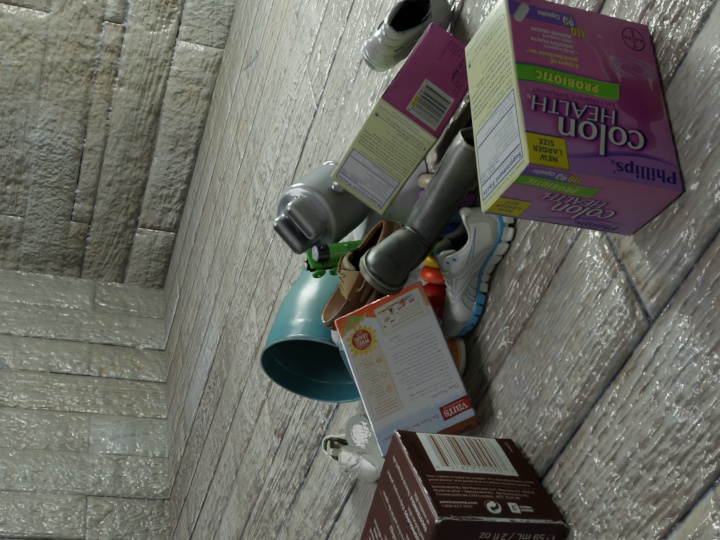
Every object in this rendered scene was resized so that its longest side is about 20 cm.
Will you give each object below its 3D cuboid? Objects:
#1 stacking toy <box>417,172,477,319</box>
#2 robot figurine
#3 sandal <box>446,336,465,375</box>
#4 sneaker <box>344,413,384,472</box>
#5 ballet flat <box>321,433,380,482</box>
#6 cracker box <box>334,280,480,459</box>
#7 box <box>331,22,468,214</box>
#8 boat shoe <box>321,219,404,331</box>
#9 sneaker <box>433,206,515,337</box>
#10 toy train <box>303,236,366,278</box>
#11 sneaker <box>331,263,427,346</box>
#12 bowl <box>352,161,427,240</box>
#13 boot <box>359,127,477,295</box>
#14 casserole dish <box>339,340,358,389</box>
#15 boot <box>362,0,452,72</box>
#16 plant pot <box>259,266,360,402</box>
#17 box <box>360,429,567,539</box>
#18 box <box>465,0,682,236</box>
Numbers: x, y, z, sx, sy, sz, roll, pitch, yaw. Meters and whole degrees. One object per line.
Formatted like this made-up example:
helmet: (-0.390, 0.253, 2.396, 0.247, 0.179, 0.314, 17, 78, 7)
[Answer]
stacking toy: (0.115, -0.032, 1.376, 0.085, 0.083, 0.205, -155, 67, -69)
robot figurine: (-0.055, -0.100, 1.528, 0.169, 0.113, 0.200, -39, 2, 40)
sandal: (0.085, 0.137, 1.412, 0.207, 0.058, 0.081, 134, 139, -60)
sneaker: (0.049, 0.275, 1.477, 0.199, 0.071, 0.073, 36, 106, 53)
ballet flat: (-0.016, 0.308, 1.632, 0.199, 0.068, 0.071, -179, 96, -70)
cracker box: (0.060, 0.135, 1.302, 0.058, 0.132, 0.203, 56, -168, -63)
box: (0.066, -0.213, 1.406, 0.177, 0.096, 0.200, -58, 4, -35)
boat shoe: (0.000, 0.000, 1.430, 0.201, 0.073, 0.076, -50, 33, 23)
sneaker: (0.129, -0.002, 1.300, 0.075, 0.085, 0.203, -116, 37, -55)
toy train: (0.008, -0.028, 1.484, 0.057, 0.196, 0.042, 115, 139, -53)
sneaker: (0.059, 0.070, 1.489, 0.198, 0.114, 0.076, -33, 40, 18)
bowl: (0.038, -0.120, 1.620, 0.201, 0.073, 0.203, 117, 154, -43)
boot: (0.091, -0.077, 1.244, 0.201, 0.072, 0.182, -51, -1, 32)
casserole dish: (0.027, 0.167, 1.428, 0.121, 0.039, 0.202, 28, 148, 53)
boot: (0.088, -0.369, 1.451, 0.200, 0.074, 0.095, -45, 2, -34)
plant pot: (-0.052, 0.089, 1.653, 0.201, 0.196, 0.191, 126, 161, -53)
box: (0.107, 0.315, 1.129, 0.165, 0.162, 0.204, -123, 43, -60)
box: (0.209, -0.156, 0.991, 0.097, 0.172, 0.204, 131, 142, -57)
